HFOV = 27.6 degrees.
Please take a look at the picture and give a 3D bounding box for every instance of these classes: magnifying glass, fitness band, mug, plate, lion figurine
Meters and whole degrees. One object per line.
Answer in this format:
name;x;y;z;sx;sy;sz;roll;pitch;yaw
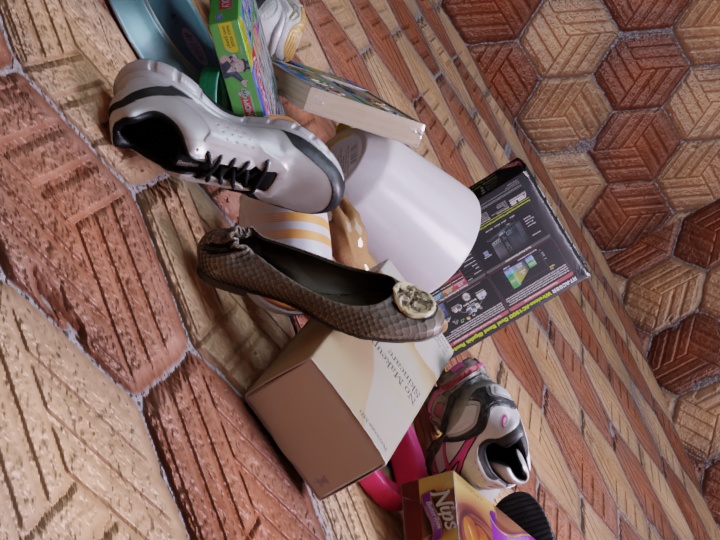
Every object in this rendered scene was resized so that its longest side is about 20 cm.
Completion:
magnifying glass;-0.122;-0.148;1.343;0.200;0.022;0.081;-72;160;-81
fitness band;0.003;0.114;1.290;0.201;0.037;0.143;66;14;13
mug;0.012;-0.073;1.532;0.153;0.150;0.186;40;-10;-34
plate;-0.176;-0.228;1.344;0.201;0.025;0.201;55;15;-22
lion figurine;0.000;0.000;1.369;0.201;0.072;0.123;54;-2;-24

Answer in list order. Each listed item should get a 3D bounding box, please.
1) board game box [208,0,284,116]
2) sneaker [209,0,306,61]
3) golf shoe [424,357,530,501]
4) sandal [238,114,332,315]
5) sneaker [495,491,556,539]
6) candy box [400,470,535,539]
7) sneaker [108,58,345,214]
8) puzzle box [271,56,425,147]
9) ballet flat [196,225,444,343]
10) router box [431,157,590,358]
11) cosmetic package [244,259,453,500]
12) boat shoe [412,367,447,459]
board game box;-0.100;-0.176;1.347;0.135;0.029;0.201;-95;174;-50
sneaker;-0.119;-0.284;1.552;0.087;0.076;0.200;15;15;-21
golf shoe;0.104;0.163;1.260;0.092;0.072;0.201;47;-17;30
sandal;-0.068;-0.059;1.222;0.059;0.078;0.208;97;-14;-57
sneaker;0.181;0.321;1.457;0.088;0.073;0.202;28;45;-65
candy box;0.104;0.267;1.269;0.200;0.056;0.118;43;36;-48
sneaker;-0.107;-0.087;1.133;0.198;0.074;0.080;23;35;-9
puzzle box;-0.029;-0.178;1.492;0.132;0.026;0.200;16;12;-27
ballet flat;-0.030;0.006;1.113;0.198;0.047;0.067;17;27;8
router box;0.139;-0.012;1.672;0.150;0.199;0.062;57;10;-17
cosmetic package;-0.003;0.081;1.161;0.106;0.071;0.200;54;28;-9
boat shoe;0.082;0.157;1.420;0.201;0.067;0.072;66;15;18
